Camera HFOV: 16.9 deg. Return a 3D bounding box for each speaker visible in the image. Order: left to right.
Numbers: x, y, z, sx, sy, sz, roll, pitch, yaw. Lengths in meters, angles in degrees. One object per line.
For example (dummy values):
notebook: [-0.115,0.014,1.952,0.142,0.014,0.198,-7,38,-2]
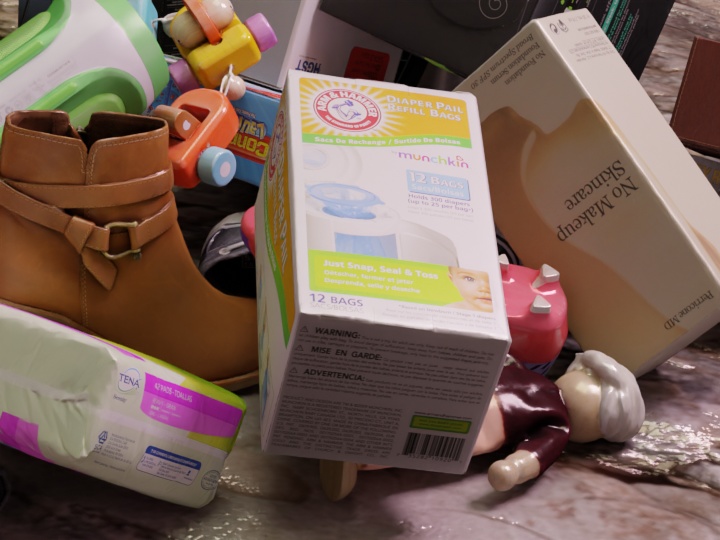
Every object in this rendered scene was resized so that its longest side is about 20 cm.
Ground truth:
speaker: [-0.208,-0.080,1.383,0.200,0.089,0.088,-38,41,-18]

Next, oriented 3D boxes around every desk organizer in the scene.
desk organizer: [0.268,-0.091,1.531,0.077,0.072,0.200,17,2,28]

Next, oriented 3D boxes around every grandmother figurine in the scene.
grandmother figurine: [0.066,0.078,1.332,0.200,0.061,0.121,-3,52,-25]

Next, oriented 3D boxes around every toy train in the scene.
toy train: [-0.139,-0.123,1.486,0.200,0.056,0.150,21,61,37]

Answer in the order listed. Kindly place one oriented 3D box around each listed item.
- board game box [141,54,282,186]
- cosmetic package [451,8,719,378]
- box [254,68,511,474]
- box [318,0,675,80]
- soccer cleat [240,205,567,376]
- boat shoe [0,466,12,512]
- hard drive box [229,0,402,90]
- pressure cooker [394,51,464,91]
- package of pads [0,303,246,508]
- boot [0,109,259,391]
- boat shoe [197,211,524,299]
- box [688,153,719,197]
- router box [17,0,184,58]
board game box: [-0.047,-0.088,1.588,0.196,0.056,0.200,22,8,38]
cosmetic package: [0.139,-0.043,1.422,0.200,0.105,0.071,55,32,10]
box: [0.006,-0.003,1.282,0.112,0.101,0.200,7,41,-10]
box: [0.097,-0.182,1.597,0.148,0.124,0.200,27,7,27]
soccer cleat: [0.022,0.014,1.407,0.200,0.077,0.067,16,39,6]
boat shoe: [-0.244,0.121,1.146,0.063,0.073,0.200,15,21,29]
hard drive box: [-0.019,-0.218,1.617,0.077,0.200,0.156,20,9,26]
pressure cooker: [0.026,-0.209,1.786,0.176,0.200,0.179,-7,26,-34]
package of pads: [-0.174,0.055,1.240,0.200,0.068,0.154,18,-5,26]
boot: [-0.119,-0.015,1.369,0.200,0.156,0.077,4,23,-11]
boat shoe: [0.000,0.000,1.468,0.200,0.072,0.068,4,22,4]
box: [0.214,-0.048,1.577,0.200,0.048,0.158,19,2,29]
router box: [-0.180,-0.211,1.810,0.062,0.150,0.200,-14,30,-37]
